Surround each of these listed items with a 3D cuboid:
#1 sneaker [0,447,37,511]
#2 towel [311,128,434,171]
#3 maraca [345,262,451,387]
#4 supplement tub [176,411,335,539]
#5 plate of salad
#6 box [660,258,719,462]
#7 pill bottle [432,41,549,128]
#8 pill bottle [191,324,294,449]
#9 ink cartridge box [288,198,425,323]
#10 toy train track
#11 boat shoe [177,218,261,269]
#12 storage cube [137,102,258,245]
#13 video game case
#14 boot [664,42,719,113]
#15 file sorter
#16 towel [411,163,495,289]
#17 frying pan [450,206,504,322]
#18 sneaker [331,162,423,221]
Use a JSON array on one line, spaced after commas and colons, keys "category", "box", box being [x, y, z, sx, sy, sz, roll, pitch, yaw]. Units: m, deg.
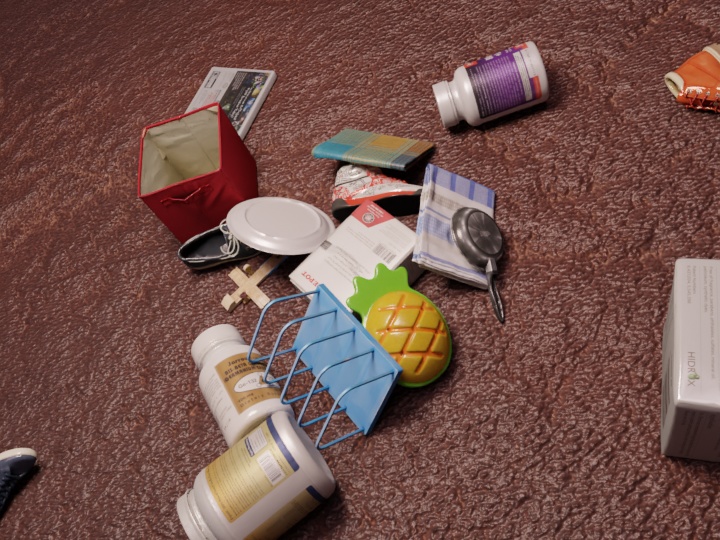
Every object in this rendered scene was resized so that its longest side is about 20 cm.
[{"category": "sneaker", "box": [-0.629, 0.389, 1.191, 0.199, 0.075, 0.085, -40, 52, 5]}, {"category": "towel", "box": [0.024, -0.227, 1.316, 0.197, 0.022, 0.147, 14, 32, 25]}, {"category": "maraca", "box": [0.061, 0.084, 1.084, 0.136, 0.107, 0.202, -28, 79, -19]}, {"category": "supplement tub", "box": [-0.150, 0.319, 1.011, 0.199, 0.145, 0.145, -37, 54, -5]}, {"category": "plate of salad", "box": [-0.143, -0.076, 1.260, 0.196, 0.049, 0.201, 8, 32, -5]}, {"category": "box", "box": [0.473, 0.119, 0.871, 0.168, 0.200, 0.203, 4, 61, 21]}, {"category": "pill bottle", "box": [0.238, -0.336, 1.291, 0.197, 0.112, 0.113, -18, 55, 8]}, {"category": "pill bottle", "box": [-0.197, 0.187, 1.127, 0.114, 0.115, 0.201, -36, 54, -4]}, {"category": "ink cartridge box", "box": [0.000, 0.000, 1.189, 0.200, 0.083, 0.146, -44, 55, -10]}, {"category": "toy train track", "box": [-0.182, -0.005, 1.290, 0.200, 0.033, 0.114, -45, 56, -11]}, {"category": "boat shoe", "box": [-0.249, -0.057, 1.312, 0.197, 0.062, 0.076, -14, 81, 6]}, {"category": "storage cube", "box": [-0.310, -0.179, 1.354, 0.168, 0.180, 0.203, -16, 56, 10]}, {"category": "video game case", "box": [-0.303, -0.374, 1.568, 0.179, 0.023, 0.202, 11, 63, 26]}, {"category": "boot", "box": [0.593, -0.289, 1.162, 0.106, 0.075, 0.202, -24, 46, 8]}, {"category": "file sorter", "box": [-0.062, 0.146, 1.052, 0.122, 0.140, 0.200, -13, 48, -44]}, {"category": "towel", "box": [0.162, -0.075, 1.163, 0.145, 0.024, 0.203, 20, 59, -16]}, {"category": "frying pan", "box": [0.192, -0.023, 1.120, 0.031, 0.114, 0.193, -36, 40, 46]}, {"category": "sneaker", "box": [0.042, -0.159, 1.281, 0.198, 0.067, 0.110, -7, 60, 19]}]
